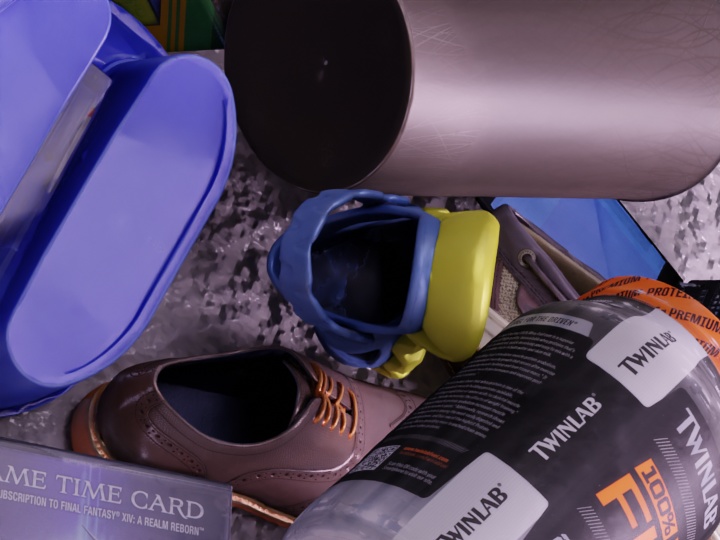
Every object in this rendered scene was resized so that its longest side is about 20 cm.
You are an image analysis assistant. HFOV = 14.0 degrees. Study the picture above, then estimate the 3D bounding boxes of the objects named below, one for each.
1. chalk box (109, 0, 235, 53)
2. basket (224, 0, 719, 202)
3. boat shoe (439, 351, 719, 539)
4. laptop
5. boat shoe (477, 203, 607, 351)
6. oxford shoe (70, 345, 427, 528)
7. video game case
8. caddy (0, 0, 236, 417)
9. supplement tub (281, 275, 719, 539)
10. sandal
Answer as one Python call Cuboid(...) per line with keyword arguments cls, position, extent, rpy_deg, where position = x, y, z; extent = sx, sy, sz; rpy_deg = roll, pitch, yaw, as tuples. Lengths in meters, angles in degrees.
Cuboid(cls="chalk box", position=(-0.120, -0.209, 1.300), extent=(0.125, 0.123, 0.201), rpy_deg=(-63, 140, -39))
Cuboid(cls="basket", position=(0.045, -0.099, 1.319), extent=(0.199, 0.136, 0.180), rpy_deg=(-8, 43, -47))
Cuboid(cls="boat shoe", position=(0.096, 0.084, 1.383), extent=(0.202, 0.075, 0.075), rpy_deg=(45, 54, -7))
Cuboid(cls="laptop", position=(0.172, -0.012, 1.422), extent=(0.177, 0.199, 0.104), rpy_deg=(-50, 137, -68))
Cuboid(cls="boat shoe", position=(0.127, 0.042, 1.315), extent=(0.199, 0.065, 0.072), rpy_deg=(32, 19, 2))
Cuboid(cls="oxford shoe", position=(-0.025, 0.072, 1.301), extent=(0.199, 0.073, 0.072), rpy_deg=(3, 63, -35))
Cuboid(cls="video game case", position=(-0.121, 0.173, 1.198), extent=(0.142, 0.019, 0.201), rpy_deg=(14, 65, -29))
Cuboid(cls="caddy", position=(-0.144, -0.034, 1.248), extent=(0.141, 0.105, 0.201), rpy_deg=(35, 71, -16))
Cuboid(cls="supplement tub", position=(0.069, 0.095, 1.185), extent=(0.123, 0.122, 0.200), rpy_deg=(50, 56, -1))
Cuboid(cls="sandal", position=(0.000, 0.000, 1.258), extent=(0.087, 0.200, 0.080), rpy_deg=(12, 81, -8))
